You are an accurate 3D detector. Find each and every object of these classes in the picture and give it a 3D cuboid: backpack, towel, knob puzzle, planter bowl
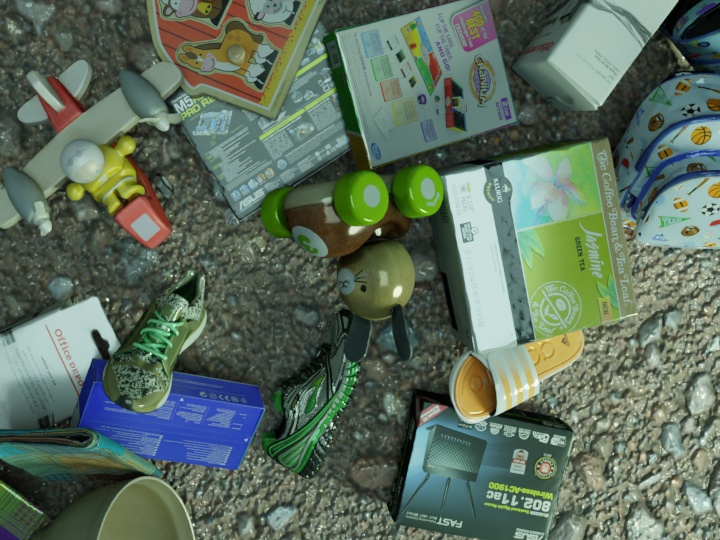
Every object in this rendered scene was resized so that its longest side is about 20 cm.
[{"bbox_3d":[0.446,-0.285,1.124,0.198,0.183,0.135,-29,116,11],"label":"backpack"},{"bbox_3d":[-0.311,0.202,1.073,0.144,0.201,0.022,-2,67,9],"label":"towel"},{"bbox_3d":[-0.148,-0.284,1.096,0.215,0.030,0.224,-1,80,4],"label":"knob puzzle"},{"bbox_3d":[-0.453,0.293,1.128,0.143,0.023,0.201,38,112,-7],"label":"towel"},{"bbox_3d":[0.376,-0.122,1.115,0.196,0.156,0.192,-2,139,-6],"label":"backpack"},{"bbox_3d":[-0.289,0.337,1.112,0.132,0.200,0.204,-9,98,21],"label":"planter bowl"}]

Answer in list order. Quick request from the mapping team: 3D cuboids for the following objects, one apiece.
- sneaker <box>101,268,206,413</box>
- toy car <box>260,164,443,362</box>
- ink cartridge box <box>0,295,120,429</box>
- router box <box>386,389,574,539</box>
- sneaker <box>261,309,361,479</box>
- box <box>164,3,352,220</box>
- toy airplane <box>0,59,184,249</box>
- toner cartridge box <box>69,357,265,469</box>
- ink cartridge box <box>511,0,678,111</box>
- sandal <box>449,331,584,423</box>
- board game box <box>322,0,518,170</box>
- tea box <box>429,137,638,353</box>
[{"bbox_3d":[-0.215,0.065,1.069,0.076,0.201,0.089,22,127,-3],"label":"sneaker"},{"bbox_3d":[0.000,0.000,1.079,0.156,0.163,0.204,-10,93,-40],"label":"toy car"},{"bbox_3d":[-0.360,0.111,1.126,0.197,0.068,0.118,-24,101,-3],"label":"ink cartridge box"},{"bbox_3d":[0.143,0.239,1.202,0.196,0.062,0.153,12,96,-8],"label":"router box"},{"bbox_3d":[-0.054,0.138,1.160,0.084,0.078,0.203,22,94,-8],"label":"sneaker"},{"bbox_3d":[-0.097,-0.178,1.136,0.198,0.044,0.162,-33,98,-2],"label":"box"},{"bbox_3d":[-0.291,-0.132,1.068,0.195,0.141,0.204,8,99,-3],"label":"toy airplane"},{"bbox_3d":[-0.215,0.163,1.118,0.197,0.043,0.096,14,118,-27],"label":"toner cartridge box"},{"bbox_3d":[0.273,-0.284,1.114,0.084,0.146,0.201,36,91,-10],"label":"ink cartridge box"},{"bbox_3d":[0.192,0.105,1.163,0.204,0.059,0.080,-25,92,-26],"label":"sandal"},{"bbox_3d":[0.071,-0.213,1.126,0.197,0.040,0.156,-18,99,-21],"label":"board game box"},{"bbox_3d":[0.189,-0.033,1.140,0.193,0.134,0.204,-14,98,-6],"label":"tea box"}]
